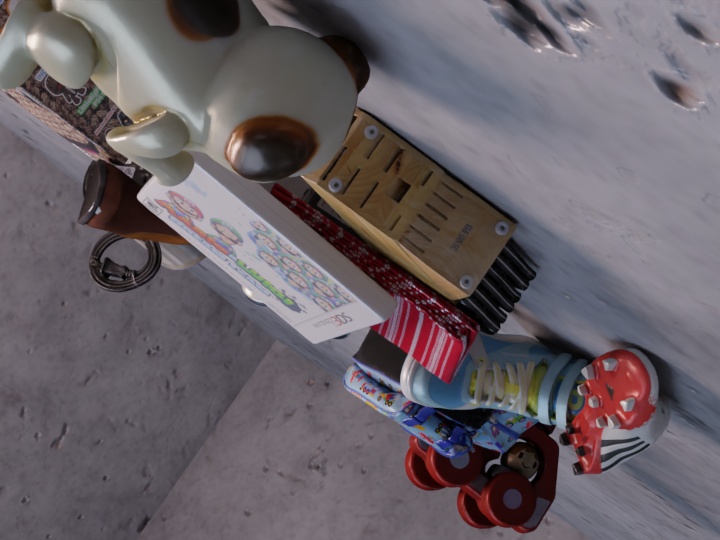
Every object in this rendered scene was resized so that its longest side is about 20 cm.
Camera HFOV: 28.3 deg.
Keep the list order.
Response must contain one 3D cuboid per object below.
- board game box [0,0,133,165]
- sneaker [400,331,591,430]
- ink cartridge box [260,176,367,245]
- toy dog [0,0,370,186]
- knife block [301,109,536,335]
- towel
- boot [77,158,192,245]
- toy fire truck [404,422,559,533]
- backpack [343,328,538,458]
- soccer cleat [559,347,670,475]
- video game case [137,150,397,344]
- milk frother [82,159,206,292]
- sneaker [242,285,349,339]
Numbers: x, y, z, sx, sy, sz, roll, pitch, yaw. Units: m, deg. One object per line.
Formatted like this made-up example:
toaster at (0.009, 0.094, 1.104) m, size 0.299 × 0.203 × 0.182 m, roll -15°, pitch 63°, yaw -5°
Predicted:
board game box at (-0.298, -0.203, 1.401) m, size 0.200 × 0.097 × 0.159 m, roll 37°, pitch 172°, yaw -19°
sneaker at (0.141, 0.102, 1.296) m, size 0.200 × 0.080 × 0.130 m, roll -1°, pitch -164°, yaw -43°
ink cartridge box at (-0.015, -0.034, 1.248) m, size 0.200 × 0.083 × 0.145 m, roll 33°, pitch 172°, yaw 12°
toy dog at (-0.091, -0.135, 0.863) m, size 0.200 × 0.140 × 0.194 m, roll 37°, pitch 136°, yaw 0°
knife block at (0.045, -0.029, 1.086) m, size 0.200 × 0.064 × 0.176 m, roll 36°, pitch 172°, yaw -5°
towel at (0.000, 0.015, 1.139) m, size 0.200 × 0.023 × 0.145 m, roll 35°, pitch 162°, yaw 8°
boot at (-0.175, -0.041, 1.416) m, size 0.199 × 0.069 × 0.188 m, roll 18°, pitch 169°, yaw -4°
toy fire truck at (0.162, 0.218, 1.753) m, size 0.200 × 0.168 × 0.112 m, roll 37°, pitch 162°, yaw -6°
backpack at (0.106, 0.138, 1.623) m, size 0.200 × 0.135 × 0.182 m, roll 37°, pitch 174°, yaw -35°
soccer cleat at (0.228, 0.115, 1.206) m, size 0.200 × 0.085 × 0.069 m, roll 99°, pitch 152°, yaw -59°
video game case at (-0.080, -0.018, 1.129) m, size 0.200 × 0.024 × 0.182 m, roll 40°, pitch 162°, yaw -9°
milk frother at (-0.292, -0.045, 1.993) m, size 0.180 × 0.200 × 0.188 m, roll 25°, pitch 169°, yaw 34°
sneaker at (-0.042, 0.032, 1.442) m, size 0.200 × 0.085 × 0.075 m, roll -6°, pitch -146°, yaw -43°
